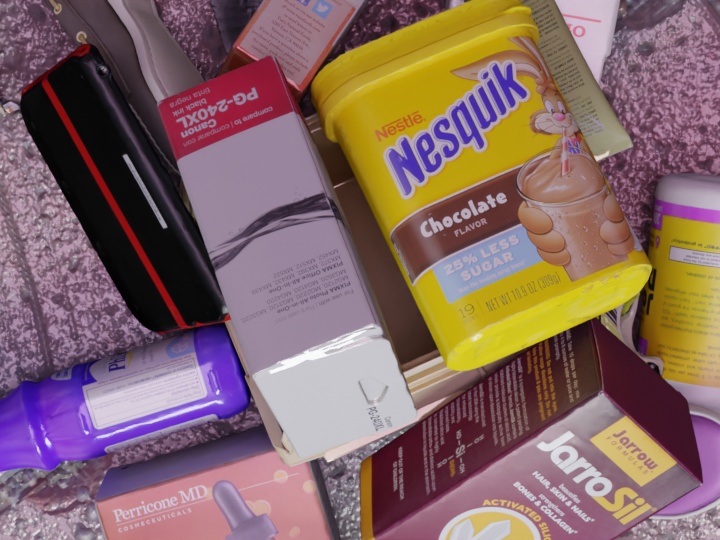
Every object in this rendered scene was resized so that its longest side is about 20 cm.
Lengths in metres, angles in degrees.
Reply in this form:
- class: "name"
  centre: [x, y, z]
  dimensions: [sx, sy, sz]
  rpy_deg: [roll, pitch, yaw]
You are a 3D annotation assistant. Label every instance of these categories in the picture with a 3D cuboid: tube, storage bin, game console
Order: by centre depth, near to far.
- class: "tube"
  centre: [0.107, -0.156, 1.402]
  dimensions: [0.058, 0.052, 0.200]
  rpy_deg: [-15, 105, 42]
- class: "storage bin"
  centre: [0.000, 0.000, 1.411]
  dimensions: [0.198, 0.094, 0.200]
  rpy_deg: [-24, 65, -1]
- class: "game console"
  centre: [-0.155, -0.050, 1.411]
  dimensions: [0.031, 0.177, 0.200]
  rpy_deg: [-32, 97, -23]

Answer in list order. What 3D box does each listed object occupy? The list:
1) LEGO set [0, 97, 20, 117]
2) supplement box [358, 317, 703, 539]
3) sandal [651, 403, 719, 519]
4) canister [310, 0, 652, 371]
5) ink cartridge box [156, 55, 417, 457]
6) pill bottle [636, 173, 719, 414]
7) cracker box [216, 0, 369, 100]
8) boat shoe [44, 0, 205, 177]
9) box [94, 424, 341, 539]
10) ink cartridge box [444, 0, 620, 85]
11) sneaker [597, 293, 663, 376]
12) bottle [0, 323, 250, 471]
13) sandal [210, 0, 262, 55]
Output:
- class: "LEGO set"
  centre: [-0.305, -0.143, 1.408]
  dimensions: [0.116, 0.154, 0.200]
  rpy_deg: [-24, 100, 1]
- class: "supplement box"
  centre: [0.109, 0.132, 1.378]
  dimensions: [0.200, 0.086, 0.110]
  rpy_deg: [-36, 119, 23]
- class: "sandal"
  centre: [0.171, 0.141, 1.451]
  dimensions: [0.203, 0.050, 0.083]
  rpy_deg: [-10, 103, 40]
- class: "canister"
  centre: [0.076, -0.054, 1.313]
  dimensions: [0.148, 0.087, 0.200]
  rpy_deg: [-23, 72, -7]
- class: "ink cartridge box"
  centre: [-0.043, -0.005, 1.289]
  dimensions: [0.083, 0.145, 0.200]
  rpy_deg: [-21, 63, 1]
- class: "pill bottle"
  centre: [0.246, 0.037, 1.465]
  dimensions: [0.104, 0.104, 0.200]
  rpy_deg: [6, 96, -2]
- class: "cracker box"
  centre: [-0.016, -0.195, 1.390]
  dimensions: [0.058, 0.134, 0.200]
  rpy_deg: [34, 78, -4]
- class: "boat shoe"
  centre: [-0.155, -0.139, 1.427]
  dimensions: [0.060, 0.072, 0.202]
  rpy_deg: [-37, 69, 18]
- class: "box"
  centre: [-0.084, 0.222, 1.478]
  dimensions: [0.152, 0.106, 0.200]
  rpy_deg: [-17, 97, 1]
- class: "ink cartridge box"
  centre: [0.122, -0.214, 1.450]
  dimensions: [0.117, 0.067, 0.200]
  rpy_deg: [10, 96, -2]
- class: "sneaker"
  centre: [0.151, 0.002, 1.456]
  dimensions: [0.076, 0.075, 0.200]
  rpy_deg: [-19, 80, 14]
- class: "bottle"
  centre: [-0.178, 0.094, 1.472]
  dimensions: [0.200, 0.084, 0.065]
  rpy_deg: [-17, 98, 1]
- class: "sandal"
  centre: [-0.090, -0.226, 1.452]
  dimensions: [0.075, 0.048, 0.201]
  rpy_deg: [-25, 98, 2]
